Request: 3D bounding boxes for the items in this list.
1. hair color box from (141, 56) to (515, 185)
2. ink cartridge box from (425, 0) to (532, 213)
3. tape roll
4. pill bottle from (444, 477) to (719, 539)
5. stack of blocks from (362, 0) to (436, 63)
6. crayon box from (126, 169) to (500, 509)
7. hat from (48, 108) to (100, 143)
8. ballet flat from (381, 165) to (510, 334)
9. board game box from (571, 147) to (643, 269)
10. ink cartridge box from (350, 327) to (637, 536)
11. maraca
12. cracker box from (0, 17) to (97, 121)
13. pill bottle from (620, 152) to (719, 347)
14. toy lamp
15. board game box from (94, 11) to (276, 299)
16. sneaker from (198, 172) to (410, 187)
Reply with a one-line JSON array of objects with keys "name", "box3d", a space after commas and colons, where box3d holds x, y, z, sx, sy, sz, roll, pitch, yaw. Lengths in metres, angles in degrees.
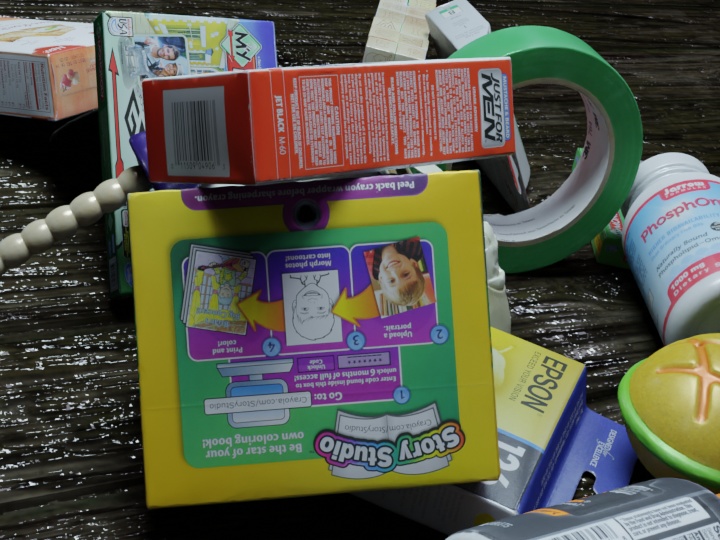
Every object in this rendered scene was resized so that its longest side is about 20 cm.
[{"name": "hair color box", "box3d": [-0.015, -0.090, 0.769, 0.198, 0.065, 0.110, -9, 9, -40]}, {"name": "ink cartridge box", "box3d": [0.128, -0.140, 1.196, 0.050, 0.162, 0.200, -24, 35, -4]}, {"name": "tape roll", "box3d": [0.131, -0.096, 1.070, 0.198, 0.203, 0.048, 3, 30, -20]}, {"name": "pill bottle", "box3d": [0.138, 0.171, 0.692, 0.198, 0.107, 0.106, -6, 34, -34]}, {"name": "stack of blocks", "box3d": [0.031, -0.196, 1.297, 0.058, 0.116, 0.201, 13, 29, 0]}, {"name": "crayon box", "box3d": [-0.026, 0.038, 0.742, 0.197, 0.175, 0.058, -4, 1, -3]}, {"name": "hat", "box3d": [-0.152, -0.112, 1.073, 0.198, 0.082, 0.201, -21, 7, 3]}, {"name": "ballet flat", "box3d": [0.060, -0.027, 0.960, 0.200, 0.069, 0.070, 46, 27, -10]}, {"name": "board game box", "box3d": [0.278, -0.053, 1.242, 0.133, 0.029, 0.201, 11, 29, -3]}, {"name": "ink cartridge box", "box3d": [0.082, 0.103, 0.857, 0.198, 0.048, 0.198, 19, 28, 14]}, {"name": "maraca", "box3d": [0.262, 0.099, 0.876, 0.198, 0.108, 0.138, -2, 39, -27]}, {"name": "cracker box", "box3d": [-0.289, -0.178, 1.128, 0.198, 0.058, 0.134, 11, 23, 30]}, {"name": "pill bottle", "box3d": [0.274, -0.009, 1.055, 0.107, 0.110, 0.201, 7, 35, -12]}, {"name": "toy lamp", "box3d": [-0.187, -0.039, 0.873, 0.198, 0.059, 0.058, -28, 37, -4]}, {"name": "board game box", "box3d": [-0.121, -0.084, 0.953, 0.133, 0.203, 0.029, -2, -7, -26]}, {"name": "sneaker", "box3d": [-0.037, -0.054, 0.889, 0.196, 0.081, 0.116, -8, 48, 6]}]
